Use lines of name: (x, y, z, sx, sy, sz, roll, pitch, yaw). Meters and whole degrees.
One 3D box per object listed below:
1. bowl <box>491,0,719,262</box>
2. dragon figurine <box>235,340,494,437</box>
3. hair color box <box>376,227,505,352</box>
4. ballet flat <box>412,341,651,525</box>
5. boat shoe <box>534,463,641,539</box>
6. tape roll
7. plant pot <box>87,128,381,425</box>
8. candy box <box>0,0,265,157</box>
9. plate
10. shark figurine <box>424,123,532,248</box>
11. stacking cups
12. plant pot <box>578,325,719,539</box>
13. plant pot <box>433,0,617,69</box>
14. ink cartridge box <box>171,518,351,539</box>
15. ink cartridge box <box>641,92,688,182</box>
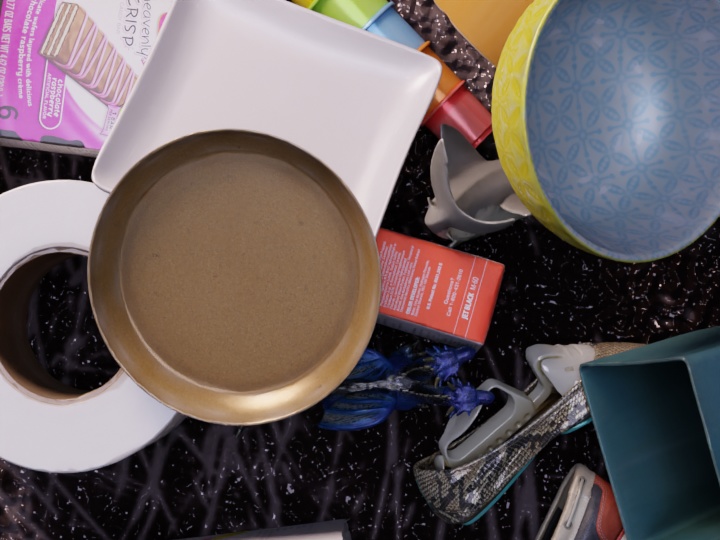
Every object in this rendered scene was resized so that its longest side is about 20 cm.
bowl: (0.156, -0.109, 1.481, 0.199, 0.107, 0.202, -3, 96, -32)
dragon figurine: (-0.002, 0.084, 1.596, 0.198, 0.099, 0.059, -6, 88, 7)
hair color box: (0.000, 0.000, 1.596, 0.198, 0.111, 0.064, 16, 86, 2)
ballet flat: (0.121, 0.101, 1.606, 0.200, 0.068, 0.075, -39, 110, 1)
boat shoe: (0.124, 0.234, 1.600, 0.062, 0.071, 0.200, 39, 84, -10)
tape roll: (-0.202, 0.039, 1.583, 0.201, 0.139, 0.205, 0, 89, 1)
plant pot: (-0.083, 0.003, 1.481, 0.198, 0.027, 0.202, 1, 102, 6)
candy box: (-0.171, -0.150, 1.632, 0.198, 0.061, 0.138, 7, 87, 1)
plate: (-0.064, -0.098, 1.551, 0.199, 0.032, 0.201, 21, 61, 1)
shark figurine: (0.075, -0.064, 1.567, 0.128, 0.214, 0.090, -23, 87, 31)
stacking cups: (0.017, -0.163, 1.628, 0.060, 0.061, 0.200, -43, 87, -1)
plant pot: (0.287, 0.103, 1.553, 0.199, 0.141, 0.142, -17, 93, -25)
plant pot: (0.152, -0.227, 1.573, 0.200, 0.200, 0.183, 44, 104, 3)
ink cartridge box: (-0.098, 0.265, 1.568, 0.198, 0.146, 0.148, -7, 88, 1)
ink cartridge box: (0.298, -0.071, 1.588, 0.198, 0.117, 0.068, 10, 85, 2)
